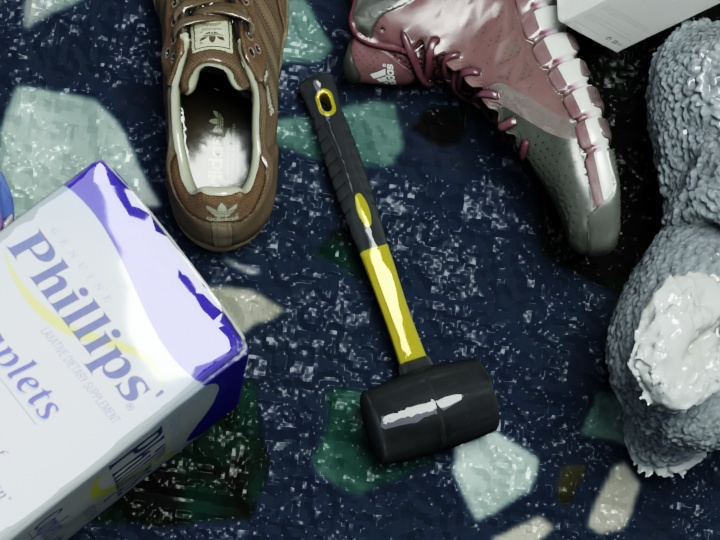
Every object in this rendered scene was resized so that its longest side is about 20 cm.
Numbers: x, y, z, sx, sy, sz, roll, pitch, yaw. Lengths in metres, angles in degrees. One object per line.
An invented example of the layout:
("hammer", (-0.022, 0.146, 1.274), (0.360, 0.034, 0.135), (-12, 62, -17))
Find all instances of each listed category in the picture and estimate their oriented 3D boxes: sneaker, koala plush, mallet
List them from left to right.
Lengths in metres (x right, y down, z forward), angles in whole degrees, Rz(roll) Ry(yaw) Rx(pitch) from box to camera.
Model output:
("sneaker", (-0.066, -0.113, 1.002), (0.070, 0.076, 0.201), (-4, 81, -6))
("mallet", (0.000, 0.000, 1.011), (0.066, 0.041, 0.201), (-24, 79, -13))
("sneaker", (0.054, -0.089, 1.019), (0.115, 0.076, 0.201), (-15, 71, -3))
("koala plush", (0.183, 0.001, 0.969), (0.183, 0.177, 0.201), (30, 79, 12))

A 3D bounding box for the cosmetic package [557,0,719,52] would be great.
("cosmetic package", (0.138, -0.216, 1.010), (0.050, 0.082, 0.201), (21, 58, -38))

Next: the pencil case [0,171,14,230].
("pencil case", (-0.201, -0.026, 0.914), (0.086, 0.200, 0.078), (22, 87, -4))

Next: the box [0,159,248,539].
("box", (-0.157, 0.068, 0.905), (0.200, 0.184, 0.105), (-39, 85, -10))
